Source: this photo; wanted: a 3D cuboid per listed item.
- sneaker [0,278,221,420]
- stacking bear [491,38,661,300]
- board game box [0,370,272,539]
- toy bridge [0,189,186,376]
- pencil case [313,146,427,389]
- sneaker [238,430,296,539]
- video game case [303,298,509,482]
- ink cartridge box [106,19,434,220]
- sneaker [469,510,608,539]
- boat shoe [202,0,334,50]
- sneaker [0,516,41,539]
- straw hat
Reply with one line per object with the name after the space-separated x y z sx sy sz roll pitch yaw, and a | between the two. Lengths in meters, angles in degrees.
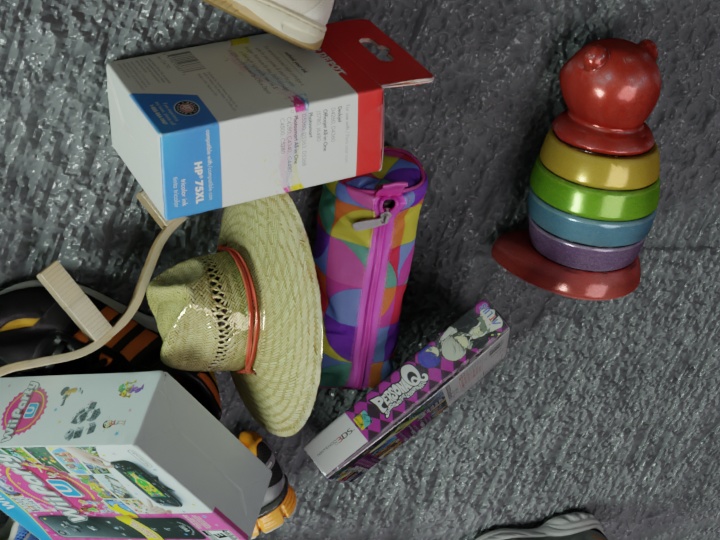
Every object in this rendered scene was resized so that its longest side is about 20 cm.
-0.184 0.067 1.077 0.199 0.090 0.070 20 109 -38 | sneaker
0.190 -0.089 1.188 0.121 0.114 0.201 -8 120 -26 | stacking bear
-0.187 0.137 1.061 0.148 0.199 0.065 51 46 -42 | board game box
-0.199 0.024 1.033 0.200 0.027 0.067 -42 99 -17 | toy bridge
0.000 0.000 1.148 0.088 0.088 0.201 -10 126 -25 | pencil case
-0.152 0.194 1.203 0.199 0.078 0.078 -23 117 -21 | sneaker
0.043 0.103 1.202 0.181 0.036 0.200 -40 170 -1 | video game case
-0.061 -0.109 1.012 0.199 0.116 0.068 -14 126 -22 | ink cartridge box
0.167 0.296 1.454 0.199 0.079 0.074 -13 128 -22 | sneaker
-0.096 -0.212 0.959 0.199 0.074 0.070 22 95 -39 | boat shoe
-0.335 0.229 1.122 0.199 0.076 0.078 -5 101 -29 | sneaker
-0.104 0.030 1.031 0.084 0.201 0.202 -6 124 -25 | straw hat
